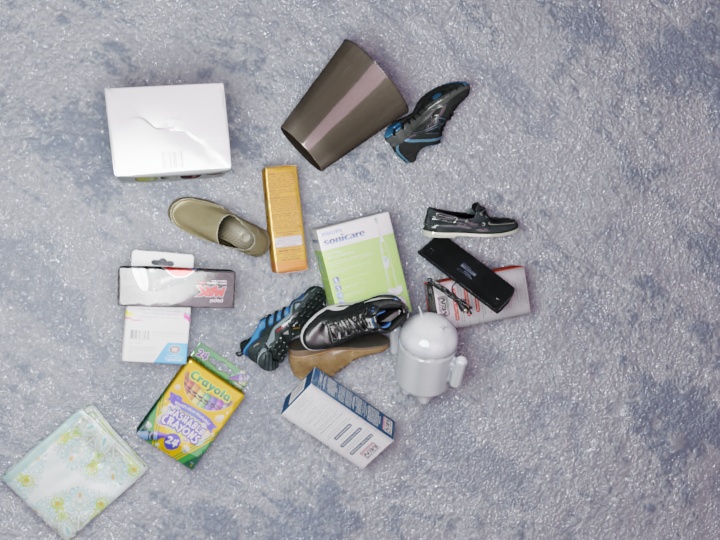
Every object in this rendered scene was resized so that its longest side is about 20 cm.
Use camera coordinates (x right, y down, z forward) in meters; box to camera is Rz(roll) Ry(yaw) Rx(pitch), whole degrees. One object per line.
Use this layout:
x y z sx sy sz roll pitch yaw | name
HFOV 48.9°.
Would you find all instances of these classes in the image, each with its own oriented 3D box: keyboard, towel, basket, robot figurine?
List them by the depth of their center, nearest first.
-0.513 0.365 1.436 0.200 0.048 0.171 -41 100 -9 | towel
-0.041 -0.295 1.479 0.200 0.136 0.180 -44 107 -5 | basket
0.126 0.162 1.521 0.113 0.169 0.200 -42 147 -44 | robot figurine
0.194 0.017 1.544 0.200 0.021 0.127 38 55 18 | keyboard

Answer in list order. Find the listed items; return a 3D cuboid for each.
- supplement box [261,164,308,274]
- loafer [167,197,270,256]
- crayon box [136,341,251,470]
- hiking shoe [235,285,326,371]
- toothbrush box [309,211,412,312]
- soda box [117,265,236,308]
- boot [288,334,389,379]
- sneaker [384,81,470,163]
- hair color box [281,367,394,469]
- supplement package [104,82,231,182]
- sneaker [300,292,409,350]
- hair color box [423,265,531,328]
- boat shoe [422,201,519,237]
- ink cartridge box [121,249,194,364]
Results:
-0.144 -0.097 1.494 0.069 0.067 0.200 -9 96 -13 | supplement box
-0.260 -0.085 1.449 0.200 0.067 0.076 19 87 2 | loafer
-0.307 0.251 1.479 0.126 0.052 0.200 36 84 -13 | crayon box
-0.147 0.094 1.498 0.200 0.087 0.074 -47 141 -27 | hiking shoe
0.000 0.000 1.524 0.145 0.086 0.200 -16 98 -12 | toothbrush box
-0.321 0.029 1.388 0.200 0.063 0.071 2 92 -16 | soda box
-0.041 0.164 1.541 0.200 0.074 0.076 -7 113 -9 | boot
0.140 -0.296 1.561 0.200 0.073 0.082 -38 117 -4 | sneaker
-0.041 0.284 1.522 0.200 0.061 0.100 37 115 -13 | hair color box
-0.331 -0.233 1.372 0.191 0.200 0.147 -5 95 -13 | supplement package
-0.009 0.092 1.426 0.200 0.112 0.073 -22 98 -11 | sneaker
0.236 0.055 1.598 0.200 0.061 0.102 -10 95 -14 | hair color box
0.221 -0.104 1.580 0.199 0.075 0.066 -1 105 -5 | boat shoe
-0.368 0.065 1.445 0.115 0.068 0.201 5 92 -16 | ink cartridge box
